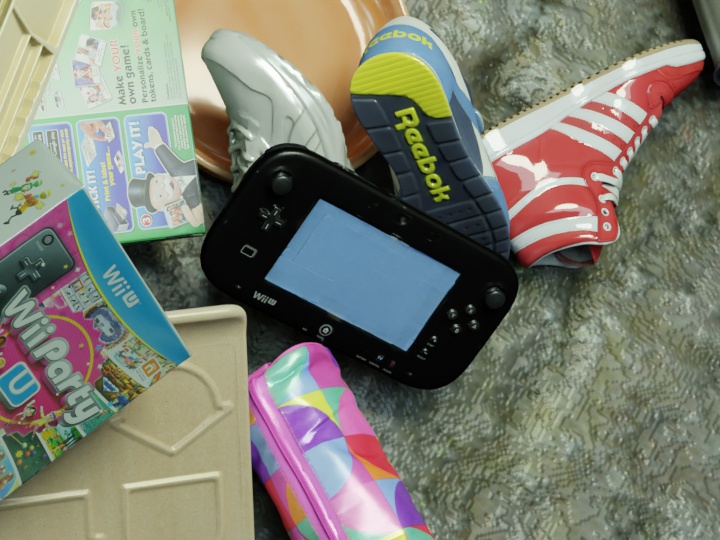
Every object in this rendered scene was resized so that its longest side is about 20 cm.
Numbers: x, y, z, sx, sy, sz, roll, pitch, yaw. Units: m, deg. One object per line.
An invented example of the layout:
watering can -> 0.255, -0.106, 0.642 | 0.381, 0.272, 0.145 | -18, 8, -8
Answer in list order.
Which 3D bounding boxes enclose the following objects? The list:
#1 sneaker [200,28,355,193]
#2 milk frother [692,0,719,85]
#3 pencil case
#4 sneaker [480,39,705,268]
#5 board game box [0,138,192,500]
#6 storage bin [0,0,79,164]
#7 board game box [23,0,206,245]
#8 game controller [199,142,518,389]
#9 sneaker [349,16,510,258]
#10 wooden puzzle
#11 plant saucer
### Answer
sneaker -> -0.052, -0.056, 1.587 | 0.099, 0.078, 0.200 | -36, 107, -11
milk frother -> 0.315, -0.253, 1.736 | 0.180, 0.200, 0.188 | -9, 73, -30
pencil case -> -0.011, 0.143, 1.554 | 0.088, 0.088, 0.200 | -20, 65, -23
sneaker -> 0.167, -0.073, 1.709 | 0.200, 0.071, 0.113 | -28, 83, -18
board game box -> -0.214, 0.046, 1.405 | 0.200, 0.064, 0.148 | -38, 132, -9
storage bin -> -0.290, -0.131, 1.468 | 0.200, 0.094, 0.199 | 17, 76, 13
board game box -> -0.174, -0.112, 1.560 | 0.134, 0.029, 0.200 | -7, 88, -21
game controller -> 0.000, 0.000, 1.569 | 0.200, 0.042, 0.104 | 28, 99, -25
sneaker -> 0.051, -0.076, 1.635 | 0.074, 0.200, 0.082 | -10, 36, 11
wooden puzzle -> -0.157, 0.120, 1.529 | 0.185, 0.046, 0.200 | -6, 107, -21
plant saucer -> -0.063, -0.145, 1.668 | 0.200, 0.037, 0.201 | 5, 74, -17
